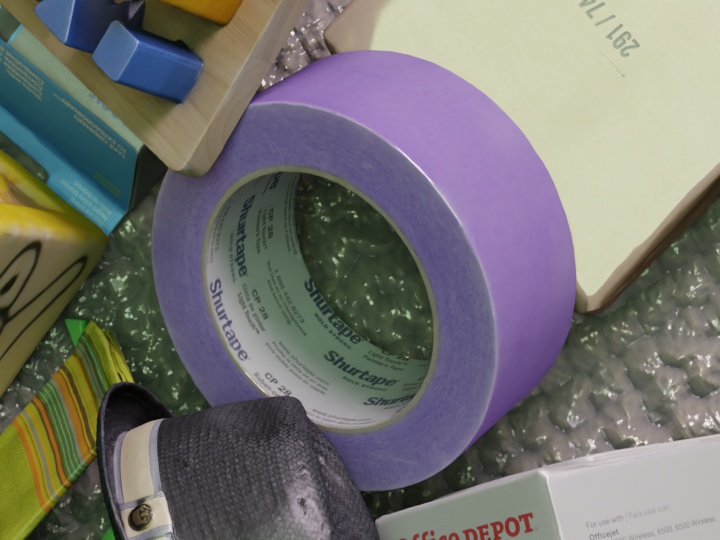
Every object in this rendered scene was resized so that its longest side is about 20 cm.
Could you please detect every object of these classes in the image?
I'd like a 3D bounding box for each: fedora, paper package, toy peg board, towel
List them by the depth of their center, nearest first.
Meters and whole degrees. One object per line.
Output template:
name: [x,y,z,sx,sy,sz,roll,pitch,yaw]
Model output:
fedora: [-0.044,0.126,1.015,0.091,0.201,0.202,-27,82,8]
toy peg board: [-0.111,-0.186,1.018,0.200,0.097,0.200,43,107,36]
paper package: [0.113,-0.106,1.111,0.191,0.103,0.200,-44,82,-1]
towel: [-0.188,0.119,1.119,0.018,0.086,0.200,38,97,-29]

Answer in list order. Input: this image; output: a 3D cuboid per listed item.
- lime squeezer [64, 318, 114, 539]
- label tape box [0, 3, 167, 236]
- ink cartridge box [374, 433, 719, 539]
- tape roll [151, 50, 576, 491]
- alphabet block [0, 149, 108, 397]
lime squeezer: [-0.134,0.128,1.142,0.070,0.038,0.202,4,85,6]
label tape box: [-0.143,-0.125,1.158,0.144,0.063,0.200,39,88,9]
ink cartridge box: [0.120,0.191,1.030,0.144,0.147,0.202,-7,81,-34]
tape roll: [0.000,0.000,1.066,0.198,0.085,0.202,15,120,28]
alphabet block: [-0.275,0.003,1.083,0.196,0.195,0.201,37,94,7]
